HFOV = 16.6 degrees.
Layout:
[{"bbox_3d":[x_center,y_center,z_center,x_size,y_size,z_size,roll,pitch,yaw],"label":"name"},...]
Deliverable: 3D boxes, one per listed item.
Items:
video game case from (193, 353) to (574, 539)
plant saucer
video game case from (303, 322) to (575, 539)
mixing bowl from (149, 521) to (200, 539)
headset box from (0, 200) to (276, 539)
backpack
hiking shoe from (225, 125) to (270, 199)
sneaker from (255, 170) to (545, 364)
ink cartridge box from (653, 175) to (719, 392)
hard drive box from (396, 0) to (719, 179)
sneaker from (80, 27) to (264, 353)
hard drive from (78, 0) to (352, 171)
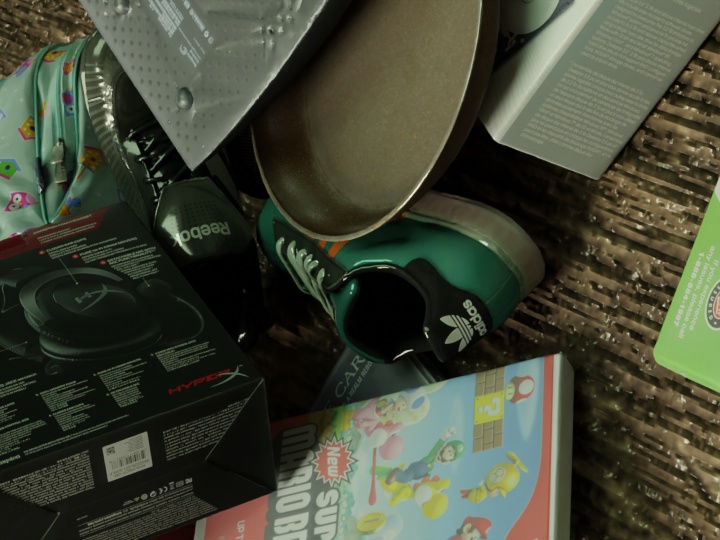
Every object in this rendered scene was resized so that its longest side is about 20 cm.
[{"bbox_3d":[0.007,0.122,1.178,0.199,0.017,0.144,-15,48,24],"label":"video game case"},{"bbox_3d":[0.010,-0.112,1.218,0.200,0.032,0.201,-21,64,52],"label":"plant saucer"},{"bbox_3d":[0.018,0.130,1.241,0.143,0.019,0.200,-58,39,17],"label":"video game case"},{"bbox_3d":[-0.122,0.158,1.294,0.108,0.200,0.200,-46,33,-19],"label":"mixing bowl"},{"bbox_3d":[-0.151,0.053,1.238,0.200,0.148,0.078,46,149,49],"label":"headset box"},{"bbox_3d":[-0.161,-0.036,1.439,0.126,0.167,0.201,-24,52,22],"label":"backpack"},{"bbox_3d":[-0.021,-0.130,1.365,0.100,0.076,0.201,25,103,42],"label":"hiking shoe"},{"bbox_3d":[0.000,0.000,1.252,0.080,0.072,0.200,-46,31,-24],"label":"sneaker"},{"bbox_3d":[0.229,0.006,0.974,0.200,0.084,0.146,27,98,53],"label":"ink cartridge box"},{"bbox_3d":[0.115,-0.173,1.196,0.200,0.077,0.156,-54,42,21],"label":"hard drive box"},{"bbox_3d":[-0.094,-0.039,1.324,0.091,0.066,0.201,-127,18,-71],"label":"sneaker"},{"bbox_3d":[-0.059,-0.160,1.232,0.135,0.042,0.200,55,132,19],"label":"hard drive"}]
